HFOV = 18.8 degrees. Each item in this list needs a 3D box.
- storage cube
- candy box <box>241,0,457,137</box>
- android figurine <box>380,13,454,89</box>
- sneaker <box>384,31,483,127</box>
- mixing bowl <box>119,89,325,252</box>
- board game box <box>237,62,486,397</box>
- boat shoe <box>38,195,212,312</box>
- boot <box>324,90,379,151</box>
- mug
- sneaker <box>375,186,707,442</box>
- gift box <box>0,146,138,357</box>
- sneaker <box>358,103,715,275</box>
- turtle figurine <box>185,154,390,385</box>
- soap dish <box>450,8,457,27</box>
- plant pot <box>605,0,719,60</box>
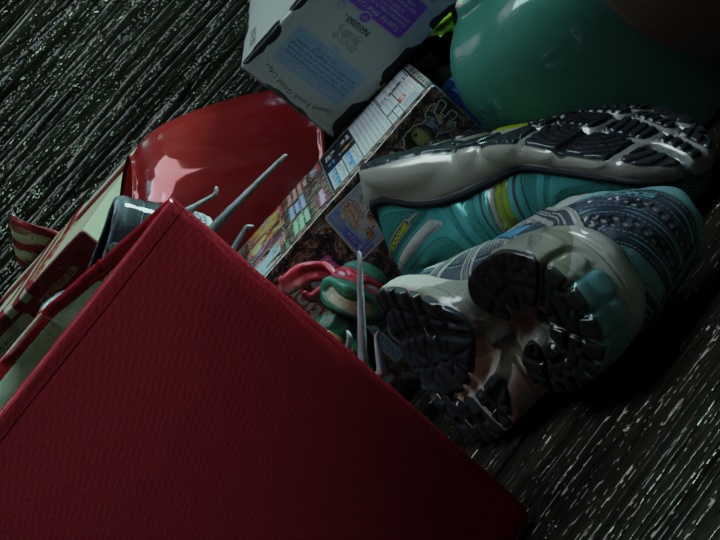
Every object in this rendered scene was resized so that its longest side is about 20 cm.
[{"bbox_3d":[-0.080,0.115,0.808,0.200,0.180,0.171,-55,11,-28],"label":"storage cube"},{"bbox_3d":[0.022,-0.199,1.241,0.200,0.071,0.168,-46,21,23],"label":"candy box"},{"bbox_3d":[0.050,-0.129,1.492,0.182,0.041,0.200,-38,-10,-19],"label":"android figurine"},{"bbox_3d":[0.064,-0.111,1.330,0.079,0.089,0.200,-48,7,3],"label":"sneaker"},{"bbox_3d":[-0.091,-0.017,1.317,0.200,0.108,0.202,-177,90,-79],"label":"mixing bowl"},{"bbox_3d":[0.000,0.000,1.151,0.200,0.097,0.159,-48,9,5],"label":"board game box"},{"bbox_3d":[-0.149,0.039,1.197,0.072,0.067,0.200,-95,29,-47],"label":"boat shoe"},{"bbox_3d":[-0.011,-0.064,1.370,0.200,0.069,0.133,-132,43,-72],"label":"boot"},{"bbox_3d":[0.106,-0.113,1.058,0.185,0.114,0.152,-41,12,39],"label":"mug"},{"bbox_3d":[0.076,0.014,0.883,0.086,0.078,0.200,-33,5,-23],"label":"sneaker"},{"bbox_3d":[-0.170,0.024,1.562,0.184,0.200,0.187,-40,11,21],"label":"gift box"},{"bbox_3d":[0.083,-0.028,0.974,0.077,0.080,0.199,-20,8,-38],"label":"sneaker"},{"bbox_3d":[-0.034,0.057,0.995,0.149,0.101,0.201,21,79,36],"label":"turtle figurine"},{"bbox_3d":[0.145,-0.224,1.302,0.200,0.081,0.157,-46,-12,28],"label":"soap dish"},{"bbox_3d":[0.168,-0.183,0.903,0.200,0.199,0.174,-54,-5,-30],"label":"plant pot"}]
